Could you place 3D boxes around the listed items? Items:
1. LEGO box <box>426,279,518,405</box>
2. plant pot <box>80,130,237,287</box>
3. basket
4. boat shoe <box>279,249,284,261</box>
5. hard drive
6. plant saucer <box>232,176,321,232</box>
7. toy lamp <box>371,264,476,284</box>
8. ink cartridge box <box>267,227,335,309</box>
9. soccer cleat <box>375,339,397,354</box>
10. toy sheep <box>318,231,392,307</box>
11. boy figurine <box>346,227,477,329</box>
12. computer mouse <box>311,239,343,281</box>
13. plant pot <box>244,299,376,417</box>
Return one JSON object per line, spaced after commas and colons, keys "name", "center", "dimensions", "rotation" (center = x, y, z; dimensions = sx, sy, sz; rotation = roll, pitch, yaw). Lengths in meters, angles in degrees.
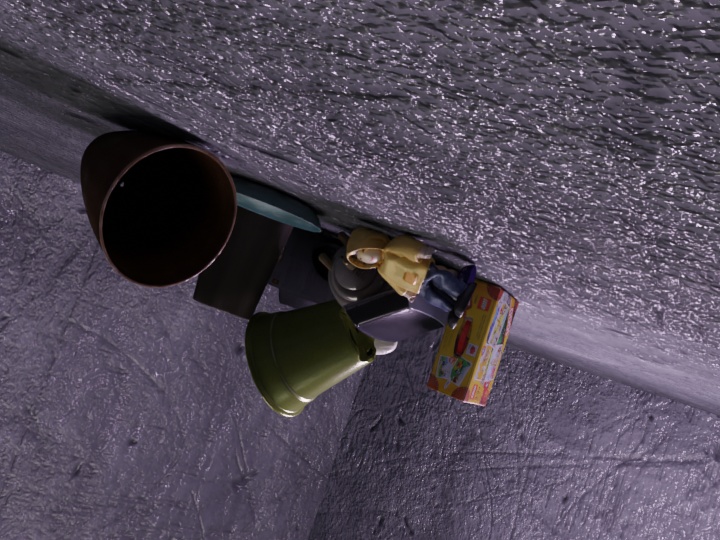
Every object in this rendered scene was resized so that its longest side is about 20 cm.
{"name": "LEGO box", "center": [0.203, 0.128, 1.396], "dimensions": [0.076, 0.204, 0.148], "rotation": [17, 177, 26]}
{"name": "plant pot", "center": [-0.290, -0.108, 1.035], "dimensions": [0.185, 0.189, 0.199], "rotation": [23, -171, -46]}
{"name": "basket", "center": [-0.215, -0.026, 1.402], "dimensions": [0.178, 0.204, 0.135], "rotation": [15, 174, 44]}
{"name": "boat shoe", "center": [-0.097, -0.027, 1.669], "dimensions": [0.197, 0.078, 0.071], "rotation": [13, 159, -41]}
{"name": "hard drive", "center": [0.066, 0.074, 1.282], "dimensions": [0.132, 0.043, 0.199], "rotation": [-19, 160, 19]}
{"name": "plant saucer", "center": [-0.150, -0.108, 1.232], "dimensions": [0.196, 0.028, 0.200], "rotation": [20, 177, 1]}
{"name": "toy lamp", "center": [0.077, -0.012, 1.196], "dimensions": [0.196, 0.059, 0.058], "rotation": [16, 175, 19]}
{"name": "ink cartridge box", "center": [-0.096, 0.004, 1.546], "dimensions": [0.196, 0.044, 0.198], "rotation": [19, -142, -6]}
{"name": "soccer cleat", "center": [-0.018, 0.117, 1.598], "dimensions": [0.196, 0.070, 0.078], "rotation": [22, 162, 7]}
{"name": "toy sheep", "center": [0.003, 0.008, 1.323], "dimensions": [0.135, 0.141, 0.200], "rotation": [18, 175, 23]}
{"name": "boy figurine", "center": [0.070, -0.003, 1.124], "dimensions": [0.198, 0.065, 0.125], "rotation": [31, 146, 2]}
{"name": "computer mouse", "center": [0.000, 0.000, 1.485], "dimensions": [0.197, 0.141, 0.053], "rotation": [24, -144, 19]}
{"name": "plant pot", "center": [-0.078, 0.137, 1.415], "dimensions": [0.187, 0.204, 0.199], "rotation": [-24, 156, 22]}
